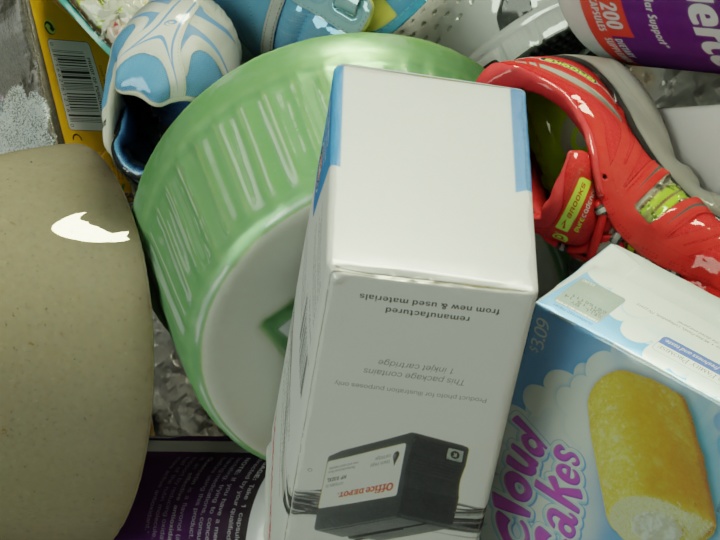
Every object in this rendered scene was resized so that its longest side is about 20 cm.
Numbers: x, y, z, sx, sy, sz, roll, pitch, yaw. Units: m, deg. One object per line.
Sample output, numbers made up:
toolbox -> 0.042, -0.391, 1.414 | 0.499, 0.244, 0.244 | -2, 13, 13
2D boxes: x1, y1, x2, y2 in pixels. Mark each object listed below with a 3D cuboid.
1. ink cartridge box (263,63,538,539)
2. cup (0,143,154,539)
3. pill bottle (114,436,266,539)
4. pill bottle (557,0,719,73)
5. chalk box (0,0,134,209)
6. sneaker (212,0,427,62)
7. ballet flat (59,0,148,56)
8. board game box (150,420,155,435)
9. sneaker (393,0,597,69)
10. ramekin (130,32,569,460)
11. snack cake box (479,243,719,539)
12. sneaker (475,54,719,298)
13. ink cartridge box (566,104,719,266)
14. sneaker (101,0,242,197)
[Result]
ink cartridge box -> 0.013, 0.040, 1.083 | 0.145, 0.083, 0.200 | -90, 9, -53
cup -> -0.201, 0.040, 1.252 | 0.200, 0.143, 0.201 | 6, 97, 63
pill bottle -> -0.053, 0.139, 1.318 | 0.200, 0.112, 0.113 | -2, 88, 40
pill bottle -> 0.187, -0.137, 1.131 | 0.200, 0.112, 0.113 | 9, 95, 40
chalk box -> -0.191, -0.062, 1.444 | 0.200, 0.124, 0.125 | -25, 75, 38
sneaker -> -0.027, -0.175, 1.217 | 0.130, 0.080, 0.200 | 20, 135, 23
ballet flat -> -0.073, -0.096, 1.356 | 0.064, 0.076, 0.200 | -41, 92, 11
board game box -> -0.153, 0.174, 1.396 | 0.035, 0.135, 0.201 | -19, 77, 40
sneaker -> 0.042, -0.105, 1.280 | 0.200, 0.074, 0.080 | -27, 65, 22
ramekin -> 0.000, 0.000, 1.215 | 0.200, 0.200, 0.098 | -55, 32, 25
snack cake box -> 0.112, 0.105, 1.074 | 0.115, 0.067, 0.200 | 28, 127, 23
sneaker -> 0.109, -0.014, 1.114 | 0.200, 0.085, 0.077 | 53, 123, 31
ink cartridge box -> 0.145, 0.002, 1.188 | 0.200, 0.076, 0.148 | -2, 88, 39
sneaker -> -0.094, -0.055, 1.277 | 0.072, 0.073, 0.200 | 29, 151, 17
